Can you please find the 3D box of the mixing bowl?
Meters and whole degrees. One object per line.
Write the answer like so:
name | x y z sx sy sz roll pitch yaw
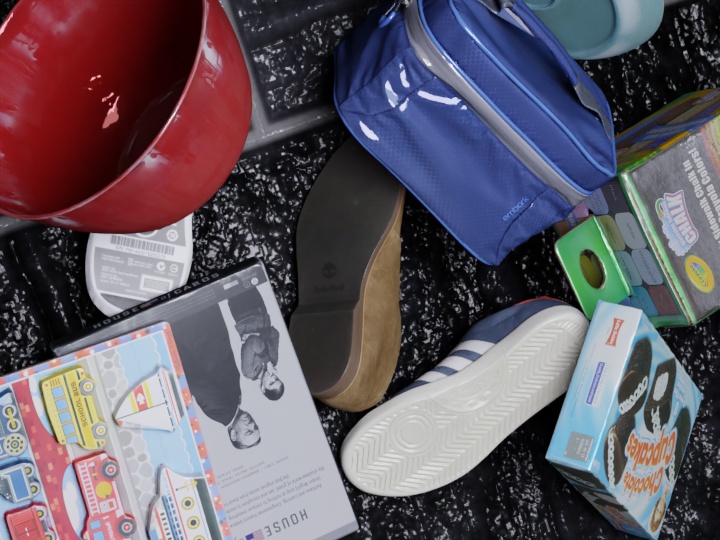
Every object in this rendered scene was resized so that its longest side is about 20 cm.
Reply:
mixing bowl | -0.142 -0.099 1.555 0.108 0.199 0.201 37 71 -45

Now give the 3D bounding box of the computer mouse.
computer mouse | -0.144 -0.063 1.653 0.109 0.044 0.202 12 82 -14

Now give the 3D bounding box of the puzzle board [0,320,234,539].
puzzle board | -0.166 0.149 1.606 0.150 0.017 0.201 -19 106 -12

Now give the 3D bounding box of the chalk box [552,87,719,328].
chalk box | 0.219 -0.036 1.787 0.199 0.124 0.125 -30 101 -23

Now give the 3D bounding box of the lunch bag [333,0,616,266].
lunch bag | 0.080 -0.122 1.686 0.132 0.136 0.200 -38 115 20

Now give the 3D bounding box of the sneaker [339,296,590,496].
sneaker | 0.072 0.085 1.742 0.199 0.085 0.075 -30 110 0

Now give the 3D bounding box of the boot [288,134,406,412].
boot | 0.000 0.000 1.721 0.075 0.073 0.201 33 64 -53

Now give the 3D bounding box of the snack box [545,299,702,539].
snack box | 0.188 0.108 1.743 0.117 0.037 0.200 -70 155 -12

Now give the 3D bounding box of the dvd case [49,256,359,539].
dvd case | -0.101 0.111 1.639 0.149 0.025 0.201 -23 107 -11

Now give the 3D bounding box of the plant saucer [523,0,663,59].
plant saucer | 0.112 -0.208 1.700 0.200 0.200 0.028 41 66 -18
